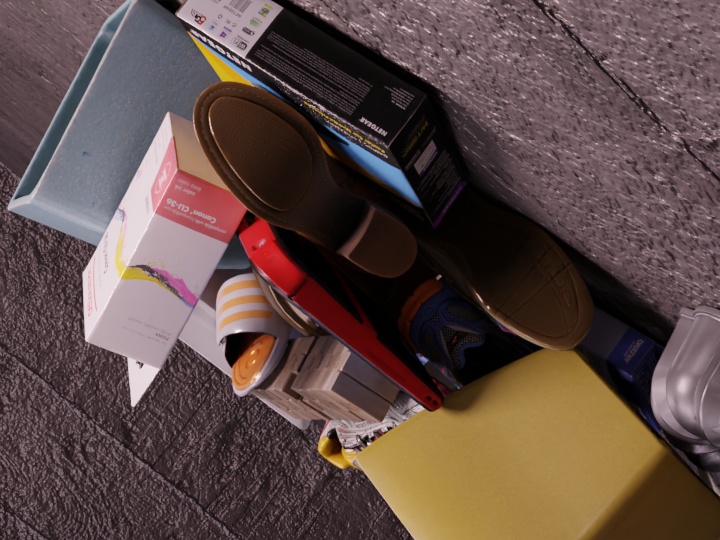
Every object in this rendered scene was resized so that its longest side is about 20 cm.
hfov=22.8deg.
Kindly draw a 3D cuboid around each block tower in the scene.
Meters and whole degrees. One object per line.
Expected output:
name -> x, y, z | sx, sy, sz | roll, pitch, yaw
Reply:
block tower -> -0.030, 0.090, 1.491 | 0.058, 0.054, 0.200 | 35, 165, -19

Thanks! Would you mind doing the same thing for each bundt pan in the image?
bundt pan -> 0.281, 0.115, 1.226 | 0.202, 0.076, 0.202 | 37, 169, 8

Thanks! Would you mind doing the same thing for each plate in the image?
plate -> -0.103, 0.029, 1.673 | 0.199, 0.032, 0.200 | 37, -151, -12

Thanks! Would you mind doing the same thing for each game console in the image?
game console -> -0.022, 0.023, 1.359 | 0.177, 0.031, 0.200 | 44, -176, -18

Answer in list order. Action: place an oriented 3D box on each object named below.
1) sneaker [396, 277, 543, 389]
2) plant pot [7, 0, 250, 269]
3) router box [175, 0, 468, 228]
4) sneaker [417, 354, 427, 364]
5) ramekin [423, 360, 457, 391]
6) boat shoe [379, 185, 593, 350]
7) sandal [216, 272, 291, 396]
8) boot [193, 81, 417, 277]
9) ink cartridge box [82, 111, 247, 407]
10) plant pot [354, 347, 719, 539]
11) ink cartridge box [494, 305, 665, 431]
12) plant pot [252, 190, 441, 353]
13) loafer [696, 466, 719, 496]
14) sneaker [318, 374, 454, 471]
sneaker -> 0.107, 0.083, 1.397 | 0.200, 0.075, 0.078 | 33, -170, -40
plant pot -> -0.165, -0.096, 1.547 | 0.200, 0.197, 0.196 | 29, 172, -15
router box -> -0.025, -0.123, 1.290 | 0.200, 0.051, 0.149 | 34, 172, 24
sneaker -> 0.095, 0.097, 1.782 | 0.200, 0.076, 0.077 | 29, 171, 35
ramekin -> 0.126, 0.146, 1.577 | 0.200, 0.200, 0.098 | 28, 159, 43
boat shoe -> 0.101, -0.008, 1.342 | 0.200, 0.074, 0.066 | 44, 177, 27
sandal -> -0.097, 0.019, 1.580 | 0.059, 0.207, 0.079 | 29, 136, -23
boot -> -0.051, -0.070, 1.316 | 0.200, 0.077, 0.155 | 32, 180, -18
ink cartridge box -> -0.162, -0.007, 1.395 | 0.067, 0.200, 0.117 | 22, -159, -19
plant pot -> 0.151, 0.174, 1.327 | 0.200, 0.176, 0.200 | 40, -173, -49
ink cartridge box -> 0.184, 0.061, 1.431 | 0.200, 0.042, 0.119 | 30, 168, 30
plant pot -> 0.000, 0.000, 1.468 | 0.199, 0.028, 0.201 | 8, 129, 10
loafer -> 0.307, 0.177, 1.410 | 0.200, 0.070, 0.075 | 43, 164, -32
sneaker -> 0.032, 0.133, 1.474 | 0.078, 0.082, 0.200 | 38, 158, -17
